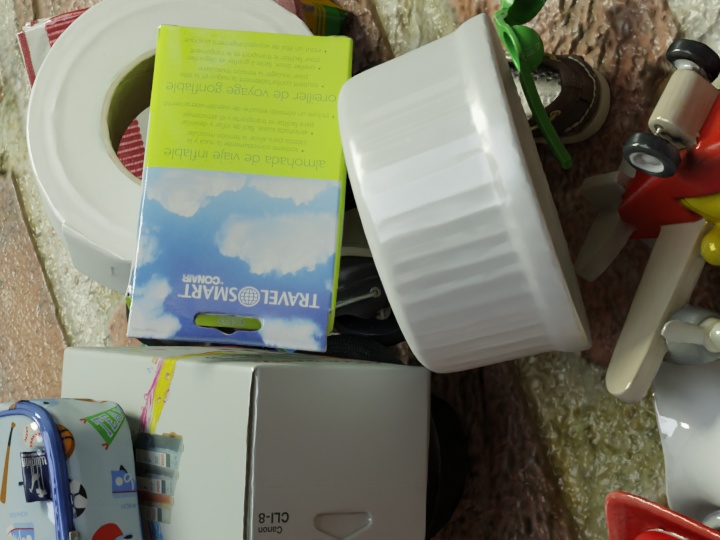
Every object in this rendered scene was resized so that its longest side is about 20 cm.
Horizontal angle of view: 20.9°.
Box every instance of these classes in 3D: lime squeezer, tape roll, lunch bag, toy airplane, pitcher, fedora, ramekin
[{"bbox_3d":[0.115,-0.146,1.201,0.038,0.070,0.201,100,-174,-60],"label":"lime squeezer"},{"bbox_3d":[-0.109,-0.080,1.230,0.071,0.201,0.204,95,162,-69],"label":"tape roll"},{"bbox_3d":[-0.203,0.160,1.178,0.199,0.075,0.162,-10,84,51],"label":"lunch bag"},{"bbox_3d":[0.203,-0.039,1.101,0.140,0.199,0.201,26,116,0],"label":"toy airplane"},{"bbox_3d":[0.250,0.131,1.052,0.199,0.121,0.173,11,105,54],"label":"pitcher"},{"bbox_3d":[0.006,0.138,1.285,0.200,0.091,0.202,-4,85,49],"label":"fedora"},{"bbox_3d":[0.059,-0.038,1.125,0.097,0.201,0.202,-17,70,8],"label":"ramekin"}]

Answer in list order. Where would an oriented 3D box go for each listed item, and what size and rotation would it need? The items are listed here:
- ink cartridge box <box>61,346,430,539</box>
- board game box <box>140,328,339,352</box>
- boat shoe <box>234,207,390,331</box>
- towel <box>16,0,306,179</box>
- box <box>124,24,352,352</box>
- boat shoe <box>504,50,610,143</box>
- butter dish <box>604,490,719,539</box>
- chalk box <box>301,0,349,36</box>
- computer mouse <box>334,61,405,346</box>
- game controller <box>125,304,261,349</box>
[{"bbox_3d":[-0.073,0.122,1.193,0.199,0.145,0.146,3,90,48],"label":"ink cartridge box"},{"bbox_3d":[-0.080,0.059,1.421,0.200,0.029,0.135,36,110,40],"label":"board game box"},{"bbox_3d":[0.000,0.000,1.272,0.199,0.073,0.063,-13,117,11],"label":"boat shoe"},{"bbox_3d":[-0.124,-0.117,1.327,0.199,0.023,0.145,-9,104,12],"label":"towel"},{"bbox_3d":[-0.070,-0.045,1.153,0.121,0.048,0.201,4,69,1],"label":"box"},{"bbox_3d":[0.060,-0.110,1.265,0.199,0.059,0.072,0,81,30],"label":"boat shoe"},{"bbox_3d":[0.184,0.246,1.022,0.199,0.148,0.200,22,140,43],"label":"butter dish"},{"bbox_3d":[-0.122,-0.131,1.420,0.124,0.123,0.201,37,109,39],"label":"chalk box"},{"bbox_3d":[0.004,-0.033,1.336,0.138,0.053,0.201,-29,62,14],"label":"computer mouse"},{"bbox_3d":[-0.104,-0.011,1.342,0.104,0.042,0.201,27,130,11],"label":"game controller"}]
